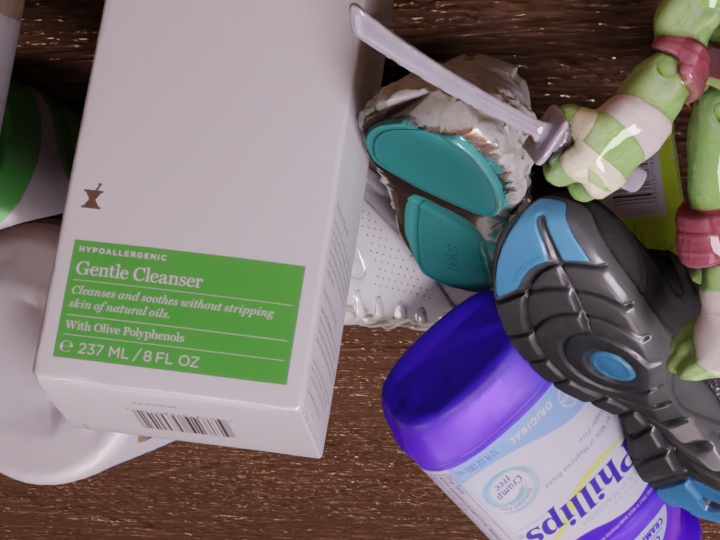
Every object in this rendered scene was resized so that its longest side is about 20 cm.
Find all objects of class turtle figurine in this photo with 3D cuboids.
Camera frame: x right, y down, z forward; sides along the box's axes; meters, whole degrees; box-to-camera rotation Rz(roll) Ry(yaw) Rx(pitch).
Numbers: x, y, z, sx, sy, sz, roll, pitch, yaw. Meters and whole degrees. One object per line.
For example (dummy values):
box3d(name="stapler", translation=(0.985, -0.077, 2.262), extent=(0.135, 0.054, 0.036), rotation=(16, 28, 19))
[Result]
box3d(name="turtle figurine", translation=(0.094, -0.064, 0.889), extent=(0.199, 0.194, 0.144), rotation=(-21, -153, -7))

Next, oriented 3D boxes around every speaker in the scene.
box3d(name="speaker", translation=(-0.125, -0.027, 1.236), extent=(0.088, 0.089, 0.200), rotation=(-7, 158, 40))

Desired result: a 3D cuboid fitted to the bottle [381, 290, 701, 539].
box3d(name="bottle", translation=(0.093, 0.097, 1.074), extent=(0.200, 0.084, 0.065), rotation=(48, 180, -32))

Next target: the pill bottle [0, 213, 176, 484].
box3d(name="pill bottle", translation=(-0.095, 0.022, 1.113), extent=(0.111, 0.111, 0.200), rotation=(-1, -172, 26))

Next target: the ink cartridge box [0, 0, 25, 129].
box3d(name="ink cartridge box", translation=(-0.233, -0.052, 0.999), extent=(0.164, 0.201, 0.075), rotation=(18, 161, -34))

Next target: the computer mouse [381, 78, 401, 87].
box3d(name="computer mouse", translation=(-0.008, -0.064, 1.150), extent=(0.140, 0.046, 0.200), rotation=(31, 154, -10))

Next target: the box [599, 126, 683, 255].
box3d(name="box", translation=(0.131, 0.016, 1.195), extent=(0.047, 0.122, 0.200), rotation=(-6, 163, 2))

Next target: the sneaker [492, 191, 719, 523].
box3d(name="sneaker", translation=(0.119, 0.022, 1.002), extent=(0.073, 0.082, 0.200), rotation=(9, 151, 40))

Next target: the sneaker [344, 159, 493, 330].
box3d(name="sneaker", translation=(0.000, 0.000, 1.093), extent=(0.200, 0.100, 0.078), rotation=(34, 152, -19))

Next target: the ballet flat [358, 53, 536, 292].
box3d(name="ballet flat", translation=(0.040, -0.049, 0.981), extent=(0.071, 0.072, 0.200), rotation=(6, 165, 4))

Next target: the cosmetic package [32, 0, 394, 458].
box3d(name="cosmetic package", translation=(-0.053, -0.037, 0.970), extent=(0.107, 0.201, 0.085), rotation=(5, 163, 7))
